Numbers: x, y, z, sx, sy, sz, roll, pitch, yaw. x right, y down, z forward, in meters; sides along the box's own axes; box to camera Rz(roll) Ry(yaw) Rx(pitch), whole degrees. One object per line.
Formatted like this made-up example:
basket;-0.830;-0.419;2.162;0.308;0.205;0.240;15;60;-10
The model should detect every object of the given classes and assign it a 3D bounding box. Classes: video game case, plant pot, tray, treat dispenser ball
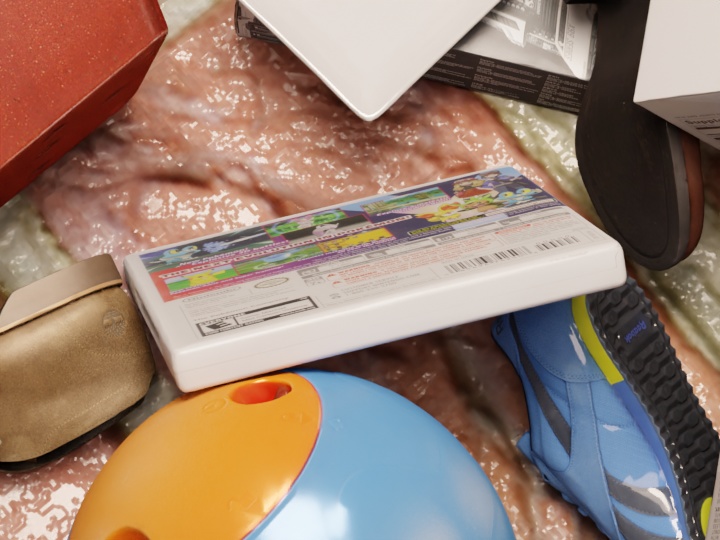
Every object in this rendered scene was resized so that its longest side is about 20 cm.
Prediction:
video game case;0.000;0.000;1.131;0.199;0.182;0.023;-14;106;-9
plant pot;-0.200;-0.120;1.145;0.200;0.200;0.176;-41;90;-15
tray;0.035;-0.169;1.209;0.107;0.022;0.200;44;75;9
treat dispenser ball;-0.029;0.142;1.062;0.200;0.201;0.202;1;72;-4

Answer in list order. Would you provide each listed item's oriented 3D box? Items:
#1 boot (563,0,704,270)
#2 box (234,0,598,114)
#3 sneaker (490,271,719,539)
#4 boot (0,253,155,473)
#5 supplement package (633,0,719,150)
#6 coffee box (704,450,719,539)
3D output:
boot;0.190;-0.101;1.220;0.199;0.068;0.189;-7;77;-36
box;0.049;-0.175;1.249;0.199;0.050;0.159;14;73;-1
sneaker;0.127;0.097;1.173;0.066;0.078;0.201;-27;90;-55
boot;-0.187;0.068;1.146;0.199;0.074;0.076;-26;86;-15
supplement package;0.252;-0.118;1.133;0.199;0.150;0.153;23;72;-40
coffee box;0.218;0.139;1.122;0.113;0.080;0.201;22;71;-33
